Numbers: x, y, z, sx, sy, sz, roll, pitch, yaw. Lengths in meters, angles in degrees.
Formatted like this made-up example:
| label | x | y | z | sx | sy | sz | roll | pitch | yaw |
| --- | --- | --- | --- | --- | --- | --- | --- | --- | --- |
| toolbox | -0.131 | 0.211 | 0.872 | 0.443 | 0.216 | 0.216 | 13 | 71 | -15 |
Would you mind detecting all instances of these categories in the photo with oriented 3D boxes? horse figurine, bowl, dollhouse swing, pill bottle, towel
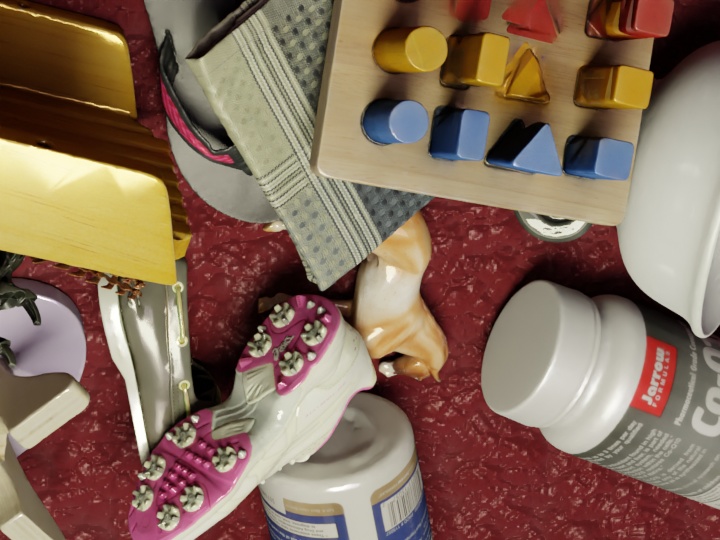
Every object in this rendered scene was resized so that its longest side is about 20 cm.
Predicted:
| label | x | y | z | sx | sy | sz | roll | pitch | yaw |
| --- | --- | --- | --- | --- | --- | --- | --- | --- | --- |
| horse figurine | 0.000 | 0.000 | 1.403 | 0.132 | 0.050 | 0.200 | 0 | 122 | -6 |
| bowl | 0.211 | -0.065 | 1.357 | 0.090 | 0.201 | 0.201 | 19 | 120 | 17 |
| dollhouse swing | -0.166 | -0.129 | 1.200 | 0.182 | 0.200 | 0.176 | 12 | 116 | -19 |
| pill bottle | -0.004 | 0.193 | 1.478 | 0.111 | 0.111 | 0.200 | -13 | 122 | -5 |
| towel | 0.000 | -0.116 | 1.304 | 0.193 | 0.035 | 0.200 | -41 | 128 | -17 |
| pill bottle | 0.192 | 0.084 | 1.457 | 0.200 | 0.114 | 0.114 | 21 | 113 | -24 |

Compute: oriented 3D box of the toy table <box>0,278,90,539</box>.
| label | x | y | z | sx | sy | sz | roll | pitch | yaw |
| --- | --- | --- | --- | --- | --- | --- | --- | --- | --- |
| toy table | -0.259 | 0.105 | 1.366 | 0.184 | 0.117 | 0.200 | 36 | 106 | -28 |

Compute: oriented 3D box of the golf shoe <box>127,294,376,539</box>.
| label | x | y | z | sx | sy | sz | roll | pitch | yaw |
| --- | --- | --- | --- | --- | --- | --- | --- | --- | --- |
| golf shoe | -0.065 | 0.112 | 1.378 | 0.200 | 0.075 | 0.092 | -48 | 137 | 1 |

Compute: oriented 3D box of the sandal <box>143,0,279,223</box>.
| label | x | y | z | sx | sy | sz | roll | pitch | yaw |
| --- | --- | --- | --- | --- | --- | --- | --- | --- | --- |
| sandal | -0.091 | -0.114 | 1.299 | 0.075 | 0.045 | 0.200 | -16 | 114 | 2 |

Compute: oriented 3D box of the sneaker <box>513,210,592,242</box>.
| label | x | y | z | sx | sy | sz | roll | pitch | yaw |
| --- | --- | --- | --- | --- | --- | --- | --- | --- | --- |
| sneaker | 0.117 | -0.119 | 1.342 | 0.075 | 0.079 | 0.200 | 1 | 95 | 9 |

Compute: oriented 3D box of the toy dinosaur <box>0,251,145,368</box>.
| label | x | y | z | sx | sy | sz | roll | pitch | yaw |
| --- | --- | --- | --- | --- | --- | --- | --- | --- | --- |
| toy dinosaur | -0.232 | -0.020 | 1.288 | 0.200 | 0.136 | 0.102 | 2 | 139 | -1 |

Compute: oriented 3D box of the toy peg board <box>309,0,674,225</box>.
| label | x | y | z | sx | sy | sz | roll | pitch | yaw |
| --- | --- | --- | --- | --- | --- | --- | --- | --- | --- |
| toy peg board | 0.091 | -0.137 | 1.231 | 0.200 | 0.098 | 0.199 | 9 | 91 | -18 |

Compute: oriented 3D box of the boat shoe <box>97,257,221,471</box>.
| label | x | y | z | sx | sy | sz | roll | pitch | yaw |
| --- | --- | --- | --- | --- | --- | --- | --- | --- | --- |
| boat shoe | -0.124 | 0.080 | 1.408 | 0.060 | 0.072 | 0.202 | -12 | 118 | 0 |
